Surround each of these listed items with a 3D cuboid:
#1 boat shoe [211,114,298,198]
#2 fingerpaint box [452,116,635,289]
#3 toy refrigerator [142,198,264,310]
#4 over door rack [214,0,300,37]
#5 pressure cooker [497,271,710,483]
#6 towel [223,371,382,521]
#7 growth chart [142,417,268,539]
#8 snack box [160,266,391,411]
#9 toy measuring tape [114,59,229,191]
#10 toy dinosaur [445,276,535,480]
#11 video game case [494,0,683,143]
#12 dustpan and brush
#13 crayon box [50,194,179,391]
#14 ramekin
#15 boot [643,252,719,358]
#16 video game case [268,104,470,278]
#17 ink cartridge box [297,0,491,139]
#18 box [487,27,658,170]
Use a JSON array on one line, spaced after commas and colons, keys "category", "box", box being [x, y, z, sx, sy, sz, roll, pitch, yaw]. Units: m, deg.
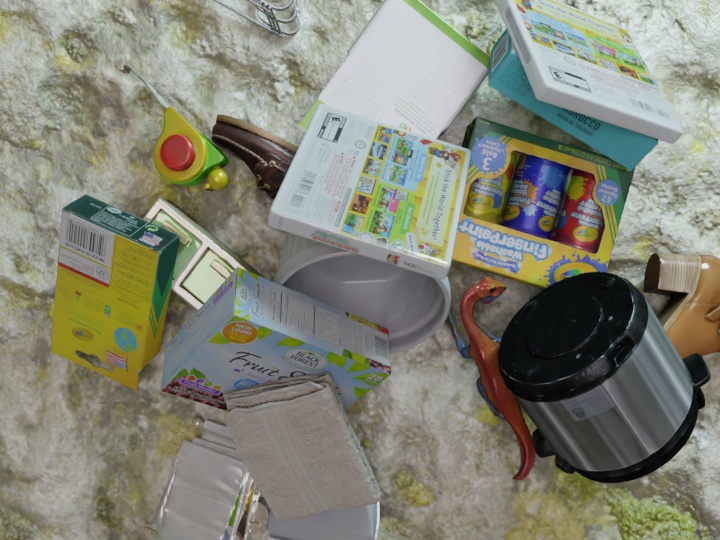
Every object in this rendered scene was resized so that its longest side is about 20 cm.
[{"category": "boat shoe", "box": [-0.090, -0.117, 1.007, 0.198, 0.070, 0.071, 24, 87, -1]}, {"category": "fingerpaint box", "box": [0.203, -0.070, 1.010, 0.197, 0.073, 0.169, 17, 91, -1]}, {"category": "toy refrigerator", "box": [-0.179, 0.007, 1.010, 0.199, 0.070, 0.076, 40, 91, -1]}, {"category": "over door rack", "box": [-0.163, -0.333, 0.962, 0.197, 0.148, 0.068, 17, 93, -2]}, {"category": "pressure cooker", "box": [0.261, 0.127, 0.916, 0.179, 0.175, 0.201, -50, 116, -23]}, {"category": "towel", "box": [-0.064, 0.202, 0.943, 0.131, 0.035, 0.202, -14, 122, 14]}, {"category": "growth chart", "box": [-0.180, 0.283, 1.029, 0.143, 0.018, 0.202, 25, 91, 11]}, {"category": "snack box", "box": [-0.093, 0.097, 0.934, 0.198, 0.068, 0.168, 23, 134, -30]}, {"category": "toy measuring tape", "box": [-0.236, -0.161, 1.010, 0.200, 0.074, 0.074, 44, 91, 6]}, {"category": "toy dinosaur", "box": [0.165, 0.102, 0.973, 0.104, 0.202, 0.182, -26, 136, 13]}, {"category": "video game case", "box": [0.249, -0.231, 0.940, 0.197, 0.023, 0.184, 10, 49, -27]}, {"category": "dustpan and brush", "box": [-0.037, 0.228, 1.032, 0.137, 0.057, 0.203, 7, 98, 11]}, {"category": "crayon box", "box": [-0.287, 0.028, 0.981, 0.125, 0.051, 0.202, 23, 120, 8]}, {"category": "ramekin", "box": [0.000, 0.000, 0.953, 0.197, 0.201, 0.106, 0, 53, -1]}, {"category": "boot", "box": [0.412, 0.083, 1.025, 0.153, 0.077, 0.203, 9, 84, -5]}, {"category": "video game case", "box": [0.017, -0.088, 0.884, 0.179, 0.201, 0.023, 17, 133, 0]}, {"category": "ink cartridge box", "box": [0.039, -0.205, 1.005, 0.147, 0.076, 0.201, 37, 92, -2]}, {"category": "box", "box": [0.240, -0.198, 0.957, 0.198, 0.083, 0.049, 28, 132, -12]}]
